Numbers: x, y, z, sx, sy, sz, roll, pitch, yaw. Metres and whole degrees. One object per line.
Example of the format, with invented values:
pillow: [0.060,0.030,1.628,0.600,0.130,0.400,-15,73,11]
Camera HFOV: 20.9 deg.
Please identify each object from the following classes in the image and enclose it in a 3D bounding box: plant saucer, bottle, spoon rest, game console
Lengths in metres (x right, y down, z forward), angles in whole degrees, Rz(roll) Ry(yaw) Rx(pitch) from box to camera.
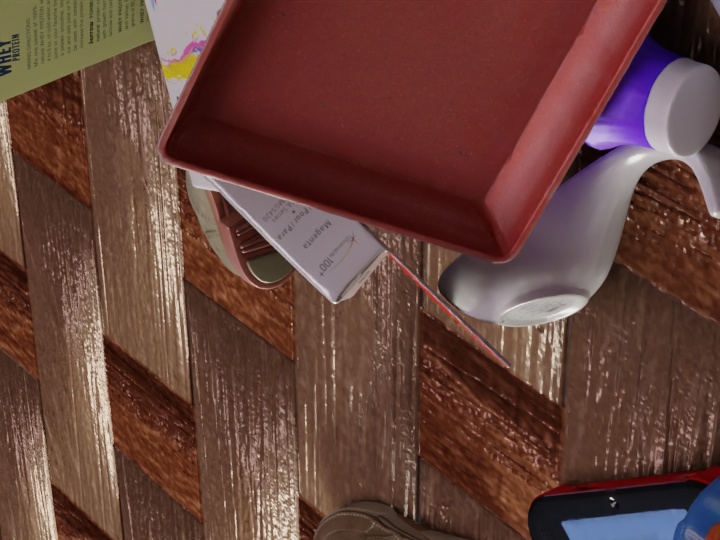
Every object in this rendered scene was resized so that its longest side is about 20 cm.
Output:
plant saucer: [0.029,-0.114,0.908,0.200,0.199,0.037,-61,29,25]
bottle: [0.093,-0.108,1.007,0.199,0.083,0.066,24,94,40]
spoon rest: [0.123,-0.021,1.038,0.200,0.099,0.061,-27,66,44]
game console: [0.189,0.202,1.143,0.200,0.031,0.178,-17,98,58]

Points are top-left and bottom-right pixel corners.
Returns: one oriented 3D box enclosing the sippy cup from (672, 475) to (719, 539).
sippy cup: [0.229,0.160,0.976,0.130,0.139,0.179,30,98,56]

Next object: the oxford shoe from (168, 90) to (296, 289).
oxford shoe: [-0.101,-0.083,1.315,0.074,0.071,0.201,18,127,53]

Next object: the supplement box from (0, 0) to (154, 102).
supplement box: [-0.234,-0.236,1.271,0.134,0.199,0.201,39,141,32]

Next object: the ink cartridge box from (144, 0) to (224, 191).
ink cartridge box: [-0.057,-0.149,1.191,0.147,0.085,0.201,13,121,50]

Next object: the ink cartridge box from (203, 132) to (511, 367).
ink cartridge box: [0.000,0.000,1.045,0.174,0.044,0.200,45,-179,1]

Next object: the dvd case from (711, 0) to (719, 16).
dvd case: [0.213,-0.089,0.866,0.201,0.017,0.143,62,169,3]

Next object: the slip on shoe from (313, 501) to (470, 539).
slip on shoe: [0.020,0.214,1.364,0.199,0.060,0.076,10,121,52]
